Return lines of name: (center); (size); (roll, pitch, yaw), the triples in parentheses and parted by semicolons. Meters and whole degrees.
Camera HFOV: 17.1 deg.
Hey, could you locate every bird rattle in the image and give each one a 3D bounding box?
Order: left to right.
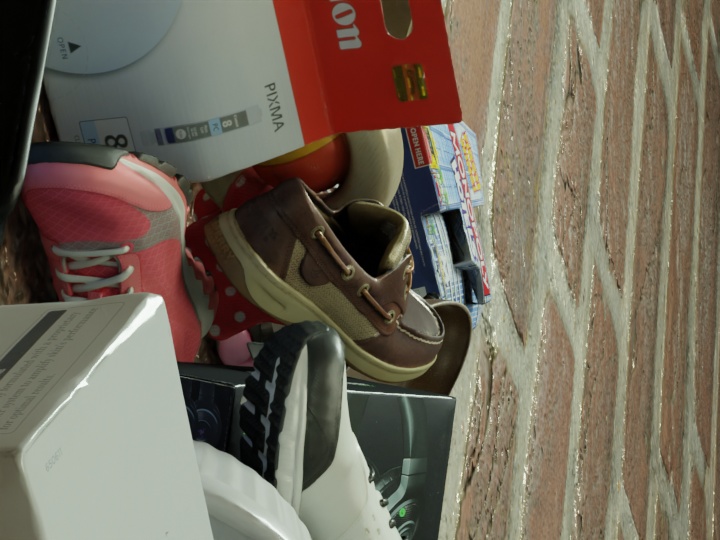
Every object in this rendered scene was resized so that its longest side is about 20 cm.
bird rattle: (-0.053, -0.061, 1.284); (0.113, 0.163, 0.201); (-34, 110, -51)

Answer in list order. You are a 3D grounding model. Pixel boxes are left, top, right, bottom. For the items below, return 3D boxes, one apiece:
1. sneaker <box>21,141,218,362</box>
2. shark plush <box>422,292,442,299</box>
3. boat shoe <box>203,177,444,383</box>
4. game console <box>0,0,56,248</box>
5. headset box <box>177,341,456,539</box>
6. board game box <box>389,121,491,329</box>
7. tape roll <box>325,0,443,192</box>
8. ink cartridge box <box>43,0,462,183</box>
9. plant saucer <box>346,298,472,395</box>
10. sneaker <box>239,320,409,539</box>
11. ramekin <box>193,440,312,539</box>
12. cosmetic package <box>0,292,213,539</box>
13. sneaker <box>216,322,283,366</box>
sneaker: (-0.116, 0.010, 1.166); (0.200, 0.074, 0.087); (67, 29, -58)
shark plush: (0.018, 0.084, 1.636); (0.083, 0.091, 0.201); (-146, -140, -70)
boat shoe: (0.000, 0.000, 1.237); (0.200, 0.072, 0.072); (32, 22, -53)
game console: (-0.148, -0.059, 1.003); (0.176, 0.116, 0.201); (61, 30, -55)
headset box: (-0.048, 0.137, 1.178); (0.174, 0.093, 0.201); (5, 93, -50)
board game box: (0.051, -0.043, 1.743); (0.200, 0.062, 0.201); (-15, 91, -75)
tape roll: (-0.013, -0.153, 1.440); (0.202, 0.071, 0.203); (21, 90, -76)
ink cartridge box: (-0.063, -0.125, 1.162); (0.047, 0.199, 0.161); (-65, 147, -60)
plant saucer: (-0.010, 0.092, 1.427); (0.200, 0.032, 0.200); (-44, 158, -23)
sneaker: (-0.012, 0.117, 1.075); (0.074, 0.080, 0.201); (-125, -147, -68)
ramekin: (-0.099, 0.158, 0.997); (0.094, 0.202, 0.203); (-81, 162, -72)
cosmetic package: (-0.157, 0.125, 0.779); (0.123, 0.199, 0.200); (-55, 137, -62)
sneaker: (-0.019, 0.037, 1.465); (0.200, 0.095, 0.079); (25, 59, -73)
